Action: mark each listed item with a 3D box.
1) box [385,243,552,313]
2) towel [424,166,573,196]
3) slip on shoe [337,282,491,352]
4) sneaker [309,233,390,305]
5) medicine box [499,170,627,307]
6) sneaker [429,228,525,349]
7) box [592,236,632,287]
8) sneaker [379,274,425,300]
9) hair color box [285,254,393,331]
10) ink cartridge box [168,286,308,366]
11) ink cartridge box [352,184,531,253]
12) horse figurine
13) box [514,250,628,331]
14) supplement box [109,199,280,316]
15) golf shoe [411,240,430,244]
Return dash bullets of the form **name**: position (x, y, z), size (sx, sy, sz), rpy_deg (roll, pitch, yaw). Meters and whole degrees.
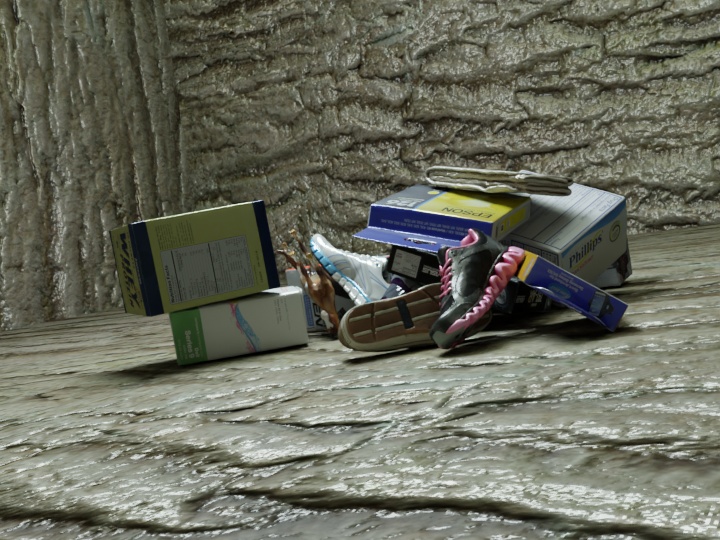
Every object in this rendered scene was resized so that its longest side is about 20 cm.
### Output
- **box**: position (0.160, 0.009, 1.293), size (0.199, 0.044, 0.160), rpy_deg (19, 9, 29)
- **towel**: position (0.210, -0.134, 1.376), size (0.132, 0.035, 0.199), rpy_deg (1, 8, -39)
- **slip on shoe**: position (0.067, 0.067, 1.151), size (0.199, 0.076, 0.061), rpy_deg (-12, -18, -19)
- **sneaker**: position (0.000, 0.000, 1.433), size (0.087, 0.200, 0.075), rpy_deg (-44, -25, -1)
- **medicine box**: position (0.282, -0.055, 1.415), size (0.199, 0.103, 0.182), rpy_deg (22, 45, 40)
- **sneaker**: position (0.123, 0.016, 1.115), size (0.200, 0.095, 0.079), rpy_deg (-47, -7, -44)
- **box**: position (0.355, -0.031, 1.579), size (0.199, 0.133, 0.115), rpy_deg (-8, 6, 28)
- **sneaker**: position (0.083, 0.069, 1.285), size (0.088, 0.074, 0.200), rpy_deg (-50, 25, -4)
- **hair color box**: position (-0.024, 0.039, 1.521), size (0.199, 0.112, 0.064), rpy_deg (-8, 3, 32)
- **ink cartridge box**: position (-0.184, 0.081, 1.396), size (0.199, 0.088, 0.145), rpy_deg (-11, 3, -7)
- **ink cartridge box**: position (0.120, -0.078, 1.320), size (0.197, 0.047, 0.200), rpy_deg (11, 21, 28)
- **horse figurine**: position (-0.079, 0.012, 1.444), size (0.050, 0.133, 0.200), rpy_deg (-31, 24, -6)
- **box**: position (0.251, 0.022, 1.102), size (0.119, 0.042, 0.200), rpy_deg (29, 4, 3)
- **supplement box**: position (-0.256, -0.018, 1.377), size (0.199, 0.135, 0.200), rpy_deg (-13, 4, -24)
- **golf shoe**: position (0.073, 0.002, 1.647), size (0.200, 0.073, 0.092), rpy_deg (-44, -10, -29)
